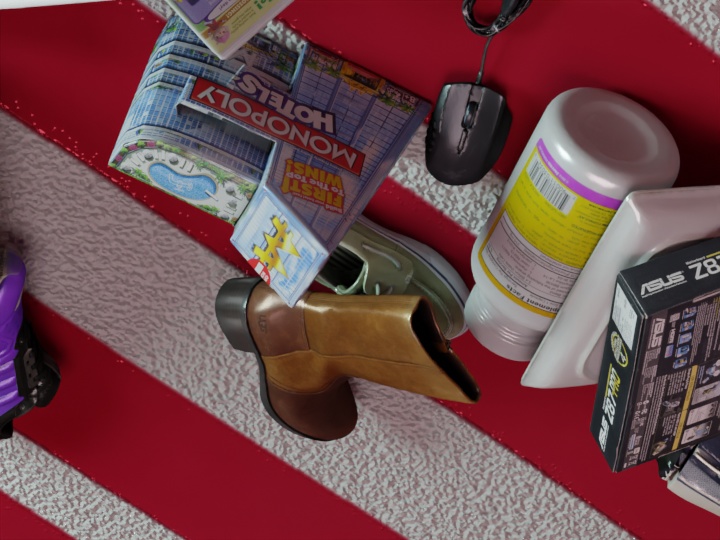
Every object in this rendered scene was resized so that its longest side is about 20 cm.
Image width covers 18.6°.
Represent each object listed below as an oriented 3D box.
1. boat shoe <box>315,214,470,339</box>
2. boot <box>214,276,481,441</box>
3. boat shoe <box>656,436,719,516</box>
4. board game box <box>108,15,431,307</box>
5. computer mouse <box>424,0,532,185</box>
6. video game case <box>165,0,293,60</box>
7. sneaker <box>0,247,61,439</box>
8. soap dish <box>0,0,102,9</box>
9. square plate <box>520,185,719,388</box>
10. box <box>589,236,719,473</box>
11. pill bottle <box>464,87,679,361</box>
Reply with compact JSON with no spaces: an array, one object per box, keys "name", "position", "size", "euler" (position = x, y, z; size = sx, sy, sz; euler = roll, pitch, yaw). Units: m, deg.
[{"name":"boat shoe","position":[0.000,0.000,1.656],"size":[0.200,0.062,0.072],"euler":[34,128,-17]},{"name":"boot","position":[0.010,0.074,1.667],"size":[0.199,0.069,0.189],"euler":[5,136,37]},{"name":"boat shoe","position":[0.338,0.166,1.720],"size":[0.199,0.075,0.093],"euler":[23,138,-8]},{"name":"board game box","position":[-0.063,-0.079,1.512],"size":[0.199,0.200,0.062],"euler":[25,131,-11]},{"name":"computer mouse","position":[0.086,-0.135,1.546],"size":[0.058,0.034,0.201],"euler":[14,130,1]},{"name":"video game case","position":[-0.068,-0.258,1.401],"size":[0.200,0.022,0.182],"euler":[-41,129,4]},{"name":"sneaker","position":[-0.285,0.064,1.770],"size":[0.099,0.070,0.200],"euler":[15,130,-17]},{"name":"soap dish","position":[-0.182,-0.260,1.462],"size":[0.199,0.081,0.158],"euler":[-3,129,14]},{"name":"square plate","position":[0.236,0.016,1.580],"size":[0.197,0.029,0.200],"euler":[-4,139,-30]},{"name":"box","position":[0.252,0.052,1.571],"size":[0.161,0.049,0.200],"euler":[-17,144,-13]},{"name":"pill bottle","position":[0.144,-0.027,1.578],"size":[0.104,0.104,0.200],"euler":[21,131,-7]}]
